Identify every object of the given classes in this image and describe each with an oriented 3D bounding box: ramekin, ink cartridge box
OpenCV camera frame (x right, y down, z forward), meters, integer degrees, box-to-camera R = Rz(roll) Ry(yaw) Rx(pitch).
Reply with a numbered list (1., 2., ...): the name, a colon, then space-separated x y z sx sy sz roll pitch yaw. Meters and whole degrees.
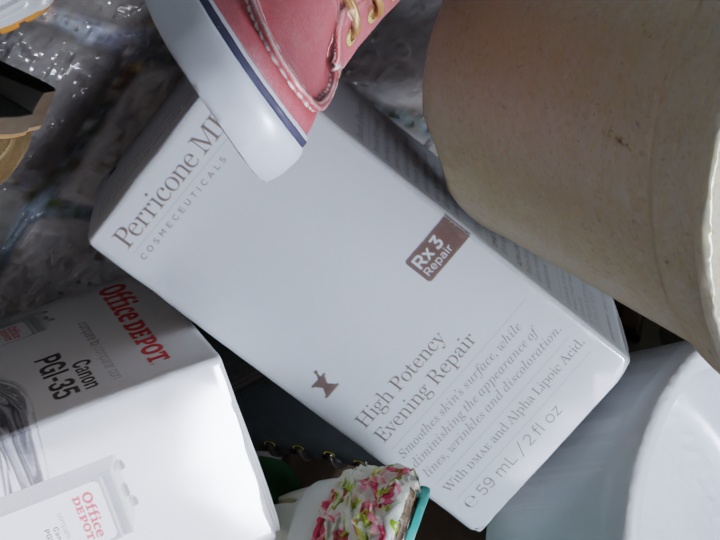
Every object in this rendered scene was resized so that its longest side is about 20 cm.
1. ramekin: 0.144 0.123 0.957 0.200 0.202 0.097 9 168 -42
2. ink cartridge box: -0.149 0.082 0.888 0.199 0.146 0.083 -20 109 -12

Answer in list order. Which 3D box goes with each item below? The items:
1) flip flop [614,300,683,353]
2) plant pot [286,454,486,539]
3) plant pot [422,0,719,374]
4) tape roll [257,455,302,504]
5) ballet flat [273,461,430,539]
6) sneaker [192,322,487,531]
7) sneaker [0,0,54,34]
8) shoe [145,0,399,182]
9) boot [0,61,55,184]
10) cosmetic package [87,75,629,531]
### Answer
1. flip flop: 0.128 0.003 1.027 0.081 0.057 0.201 -47 116 -26
2. plant pot: 0.084 0.128 1.100 0.199 0.175 0.201 -18 141 -15
3. plant pot: 0.127 -0.058 0.806 0.199 0.183 0.202 -14 113 -36
4. tape roll: -0.113 0.152 1.041 0.199 0.048 0.201 -21 161 -8
5. ballet flat: -0.011 0.119 0.906 0.200 0.064 0.076 94 15 -70
6. sneaker: 0.006 0.068 1.006 0.106 0.200 0.075 -39 -172 22
7. sneaker: -0.094 -0.155 0.756 0.199 0.076 0.092 -30 117 11
8. shoe: -0.018 -0.102 0.758 0.091 0.200 0.072 -31 113 7
9. boot: -0.151 -0.034 0.749 0.200 0.073 0.076 -35 150 -83
10. cosmetic package: 0.000 0.000 0.893 0.199 0.074 0.102 36 107 -14
